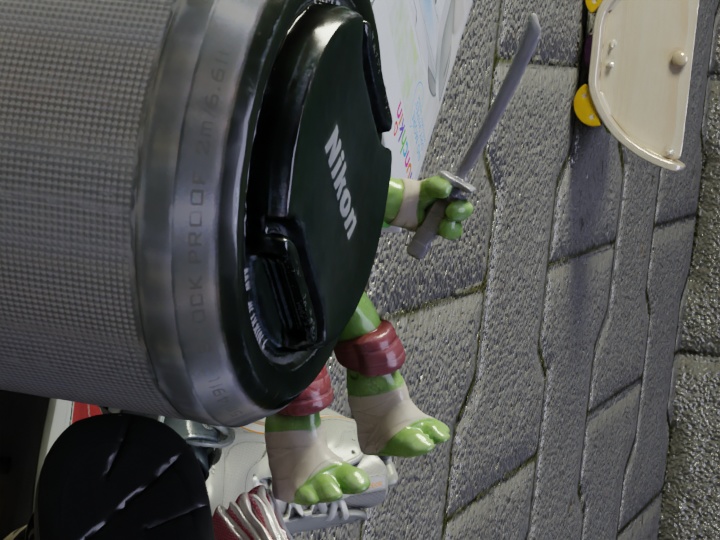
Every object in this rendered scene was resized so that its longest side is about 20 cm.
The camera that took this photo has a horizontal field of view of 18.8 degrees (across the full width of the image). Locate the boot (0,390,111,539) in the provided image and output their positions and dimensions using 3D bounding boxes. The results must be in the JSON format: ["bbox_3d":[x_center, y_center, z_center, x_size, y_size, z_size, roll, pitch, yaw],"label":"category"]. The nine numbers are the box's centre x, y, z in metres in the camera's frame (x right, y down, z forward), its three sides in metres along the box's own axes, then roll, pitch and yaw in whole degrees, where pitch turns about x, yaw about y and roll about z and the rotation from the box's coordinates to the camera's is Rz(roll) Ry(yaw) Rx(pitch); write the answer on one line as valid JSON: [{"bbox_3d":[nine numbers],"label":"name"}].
[{"bbox_3d":[-0.138,0.135,0.886,0.144,0.072,0.201,67,31,-62],"label":"boot"}]

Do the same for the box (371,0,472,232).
[{"bbox_3d":[-0.015,-0.152,1.121,0.200,0.096,0.177,79,22,-49],"label":"box"}]

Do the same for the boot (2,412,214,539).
[{"bbox_3d":[-0.092,0.163,0.721,0.154,0.073,0.205,137,-46,-64],"label":"boot"}]

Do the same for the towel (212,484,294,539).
[{"bbox_3d":[-0.039,0.213,1.041,0.030,0.146,0.200,-20,147,-34],"label":"towel"}]

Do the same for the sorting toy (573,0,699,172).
[{"bbox_3d":[0.264,-0.199,2.041,0.180,0.106,0.201,-21,117,-79],"label":"sorting toy"}]

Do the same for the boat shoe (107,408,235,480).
[{"bbox_3d":[-0.090,0.092,1.033,0.073,0.061,0.201,76,26,-48],"label":"boat shoe"}]

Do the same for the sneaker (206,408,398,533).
[{"bbox_3d":[-0.037,0.111,1.168,0.200,0.092,0.076,-33,129,-68],"label":"sneaker"}]

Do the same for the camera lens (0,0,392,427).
[{"bbox_3d":[-0.099,-0.040,0.702,0.160,0.199,0.161,8,90,-73],"label":"camera lens"}]

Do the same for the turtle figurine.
[{"bbox_3d":[0.000,0.000,1.003,0.144,0.199,0.195,-58,136,-74],"label":"turtle figurine"}]
